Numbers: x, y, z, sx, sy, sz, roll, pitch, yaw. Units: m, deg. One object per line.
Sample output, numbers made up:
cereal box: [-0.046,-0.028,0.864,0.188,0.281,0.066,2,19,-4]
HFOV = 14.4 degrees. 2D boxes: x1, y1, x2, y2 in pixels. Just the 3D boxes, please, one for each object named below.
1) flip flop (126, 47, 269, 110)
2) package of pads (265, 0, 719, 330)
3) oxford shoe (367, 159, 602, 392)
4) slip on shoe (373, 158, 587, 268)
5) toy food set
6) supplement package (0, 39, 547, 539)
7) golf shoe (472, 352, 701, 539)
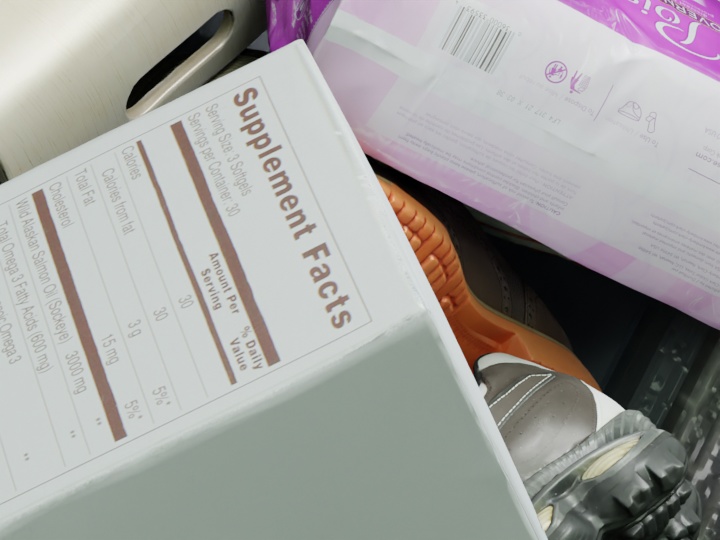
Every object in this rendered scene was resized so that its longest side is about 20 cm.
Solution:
flip flop: [-0.061,0.020,0.859,0.081,0.058,0.200,-2,62,16]
package of pads: [0.071,-0.054,0.831,0.200,0.076,0.121,25,22,-16]
oxford shoe: [0.000,0.000,0.848,0.200,0.071,0.073,43,19,-48]
slip on shoe: [0.067,-0.035,0.928,0.200,0.061,0.074,25,79,-15]
toy food set: [-0.125,-0.121,0.880,0.200,0.060,0.144,41,63,11]
supplement package: [-0.069,0.054,0.730,0.200,0.117,0.117,-26,43,0]
golf shoe: [0.000,0.098,0.796,0.200,0.078,0.094,-34,52,-21]
